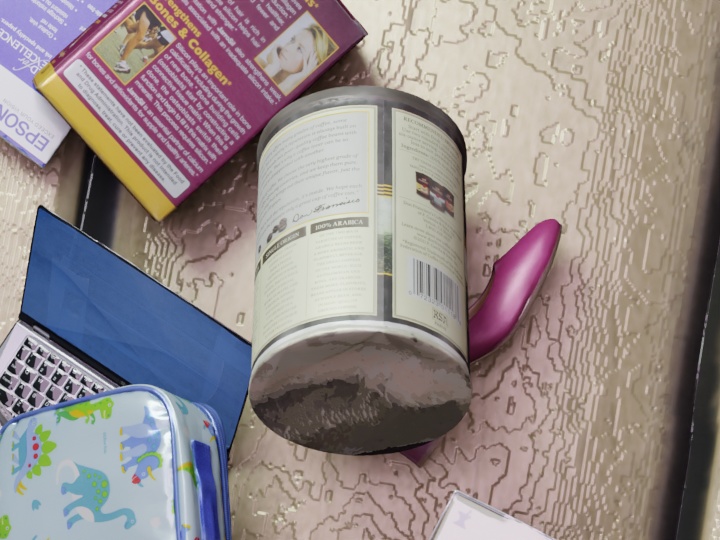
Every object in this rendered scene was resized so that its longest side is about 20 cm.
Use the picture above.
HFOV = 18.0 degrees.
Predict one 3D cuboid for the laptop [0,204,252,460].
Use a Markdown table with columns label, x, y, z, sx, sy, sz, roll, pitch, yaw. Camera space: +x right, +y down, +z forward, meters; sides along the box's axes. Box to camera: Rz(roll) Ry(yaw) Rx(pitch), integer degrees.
| label | x | y | z | sx | sy | sz | roll | pitch | yaw |
| --- | --- | --- | --- | --- | --- | --- | --- | --- | --- |
| laptop | -0.190 | 0.096 | 1.568 | 0.187 | 0.116 | 0.201 | 33 | 85 | 12 |

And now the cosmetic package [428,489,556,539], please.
| label | x | y | z | sx | sy | sz | roll | pitch | yaw |
| --- | --- | --- | --- | --- | --- | --- | --- | --- | --- |
| cosmetic package | 0.095 | 0.204 | 1.471 | 0.103 | 0.200 | 0.073 | 27 | 84 | 11 |

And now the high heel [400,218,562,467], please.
| label | x | y | z | sx | sy | sz | roll | pitch | yaw |
| --- | --- | --- | --- | --- | --- | --- | --- | --- | --- |
| high heel | 0.056 | 0.032 | 1.572 | 0.096 | 0.067 | 0.200 | 34 | 89 | 1 |

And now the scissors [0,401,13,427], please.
| label | x | y | z | sx | sy | sz | roll | pitch | yaw |
| --- | --- | --- | --- | --- | --- | --- | --- | --- | --- |
| scissors | -0.200 | 0.164 | 1.580 | 0.073 | 0.014 | 0.201 | -18 | 93 | 22 |

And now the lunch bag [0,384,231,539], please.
| label | x | y | z | sx | sy | sz | roll | pitch | yaw |
| --- | --- | --- | --- | --- | --- | --- | --- | --- | --- |
| lunch bag | -0.159 | 0.183 | 1.491 | 0.160 | 0.082 | 0.201 | -16 | 69 | 25 |

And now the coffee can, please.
| label | x | y | z | sx | sy | sz | roll | pitch | yaw |
| --- | --- | --- | --- | --- | --- | --- | --- | --- | --- |
| coffee can | 0.000 | 0.000 | 1.509 | 0.145 | 0.147 | 0.201 | -4 | 53 | 6 |

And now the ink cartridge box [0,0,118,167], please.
| label | x | y | z | sx | sy | sz | roll | pitch | yaw |
| --- | --- | --- | --- | --- | --- | --- | --- | --- | --- |
| ink cartridge box | -0.248 | -0.212 | 1.643 | 0.197 | 0.047 | 0.200 | 37 | 89 | -5 |

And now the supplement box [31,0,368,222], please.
| label | x | y | z | sx | sy | sz | roll | pitch | yaw |
| --- | --- | --- | --- | --- | --- | --- | --- | --- | --- |
| supplement box | -0.115 | -0.150 | 1.589 | 0.200 | 0.103 | 0.131 | -41 | 102 | -2 |
